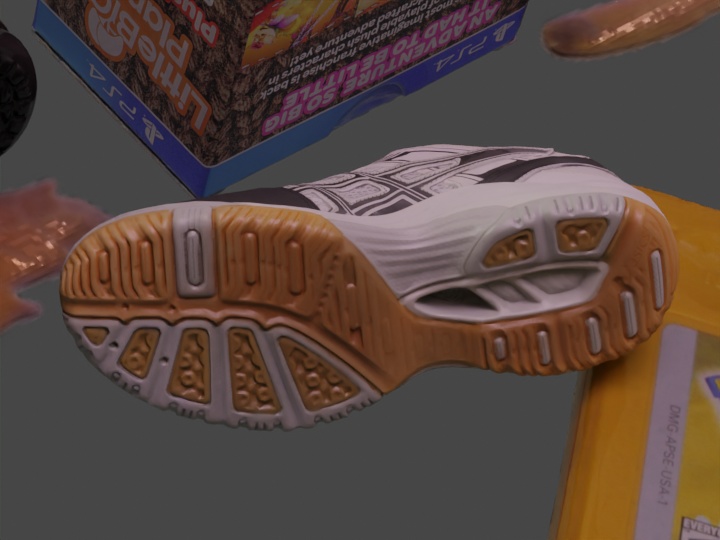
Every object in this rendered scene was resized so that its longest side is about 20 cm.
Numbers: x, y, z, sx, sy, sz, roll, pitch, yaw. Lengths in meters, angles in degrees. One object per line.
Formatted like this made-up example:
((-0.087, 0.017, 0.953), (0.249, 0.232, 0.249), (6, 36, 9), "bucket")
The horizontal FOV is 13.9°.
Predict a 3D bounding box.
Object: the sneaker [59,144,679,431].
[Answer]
((0.000, 0.000, 0.965), (0.198, 0.076, 0.088), (-2, 23, -8), "sneaker")

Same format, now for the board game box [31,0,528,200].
((-0.009, -0.148, 0.988), (0.159, 0.201, 0.097), (-29, 62, -35), "board game box")

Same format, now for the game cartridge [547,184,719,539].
((0.153, 0.071, 0.965), (0.175, 0.033, 0.201), (17, 49, -3), "game cartridge")

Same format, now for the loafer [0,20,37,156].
((-0.208, -0.065, 0.954), (0.199, 0.073, 0.072), (0, 39, -21), "loafer")
